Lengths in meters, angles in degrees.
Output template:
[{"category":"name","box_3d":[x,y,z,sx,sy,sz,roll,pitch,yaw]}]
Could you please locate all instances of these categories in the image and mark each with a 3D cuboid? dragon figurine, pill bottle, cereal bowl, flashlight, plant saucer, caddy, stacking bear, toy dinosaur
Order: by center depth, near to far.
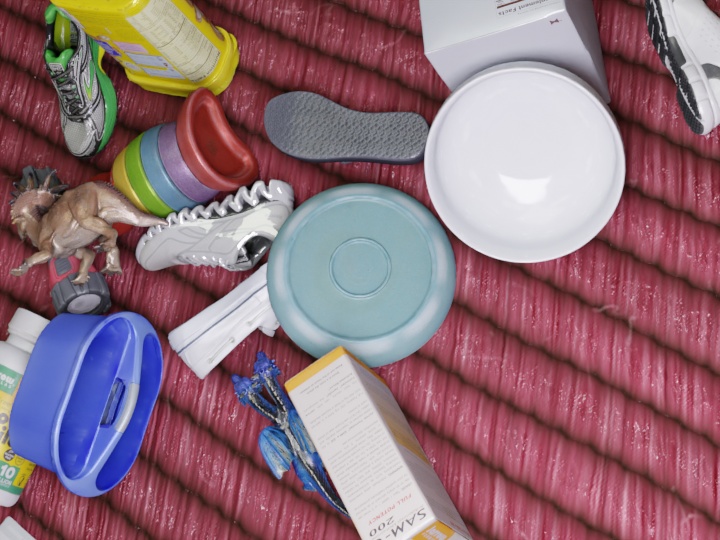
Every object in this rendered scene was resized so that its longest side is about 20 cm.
[{"category":"cereal bowl","box_3d":[0.165,-0.115,1.315,0.199,0.201,0.083,-15,21,18]},{"category":"dragon figurine","box_3d":[-0.064,0.175,1.323,0.059,0.099,0.200,-35,60,8]},{"category":"plant saucer","box_3d":[0.000,0.000,1.370,0.199,0.027,0.201,-1,73,2]},{"category":"caddy","box_3d":[-0.283,0.139,1.413,0.104,0.141,0.201,8,74,30]},{"category":"toy dinosaur","box_3d":[-0.317,-0.062,1.466,0.199,0.086,0.136,-17,65,16]},{"category":"pill bottle","box_3d":[-0.389,0.149,1.471,0.112,0.113,0.201,20,78,29]},{"category":"stacking bear","box_3d":[-0.237,-0.103,1.510,0.199,0.122,0.114,-26,17,26]},{"category":"flashlight","box_3d":[-0.351,-0.031,1.560,0.068,0.068,0.201,-56,47,35]}]

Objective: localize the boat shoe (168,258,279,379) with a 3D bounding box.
[{"category":"boat shoe","box_3d":[-0.110,0.041,1.427,0.200,0.074,0.067,-35,89,3]}]

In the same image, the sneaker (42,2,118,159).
[{"category":"sneaker","box_3d":[-0.350,-0.233,1.595,0.078,0.085,0.201,1,106,23]}]

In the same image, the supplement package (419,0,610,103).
[{"category":"supplement package","box_3d":[0.153,-0.281,1.361,0.146,0.191,0.201,-14,64,19]}]

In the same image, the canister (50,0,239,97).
[{"category":"canister","box_3d":[-0.250,-0.287,1.537,0.148,0.200,0.087,12,75,27]}]

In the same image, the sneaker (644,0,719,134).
[{"category":"sneaker","box_3d":[0.344,-0.231,1.336,0.080,0.074,0.201,-16,67,1]}]

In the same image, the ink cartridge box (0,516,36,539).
[{"category":"ink cartridge box","box_3d":[-0.383,0.391,1.414,0.160,0.047,0.200,31,78,31]}]

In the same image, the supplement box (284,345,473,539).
[{"category":"supplement box","box_3d":[0.018,0.186,1.268,0.073,0.126,0.200,-34,59,7]}]

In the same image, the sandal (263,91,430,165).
[{"category":"sandal","box_3d":[-0.016,-0.149,1.475,0.199,0.043,0.077,13,82,18]}]

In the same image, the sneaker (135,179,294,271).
[{"category":"sneaker","box_3d":[-0.161,-0.033,1.473,0.199,0.075,0.081,-20,73,18]}]
